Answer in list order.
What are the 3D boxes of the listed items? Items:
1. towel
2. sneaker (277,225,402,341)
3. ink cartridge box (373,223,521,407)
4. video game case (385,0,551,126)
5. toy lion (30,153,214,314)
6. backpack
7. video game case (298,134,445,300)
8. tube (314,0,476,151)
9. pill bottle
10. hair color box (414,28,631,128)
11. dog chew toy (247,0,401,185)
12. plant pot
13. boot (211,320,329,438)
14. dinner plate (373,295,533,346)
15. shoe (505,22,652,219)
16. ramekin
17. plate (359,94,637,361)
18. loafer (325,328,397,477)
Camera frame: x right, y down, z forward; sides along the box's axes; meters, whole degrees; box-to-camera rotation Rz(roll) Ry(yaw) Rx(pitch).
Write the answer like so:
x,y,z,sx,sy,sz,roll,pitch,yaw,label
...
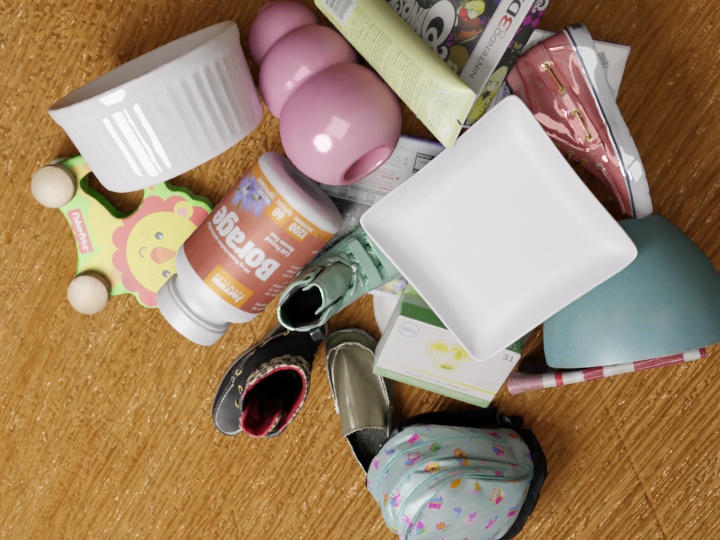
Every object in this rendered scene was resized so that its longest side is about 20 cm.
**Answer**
x,y,z,sx,sy,sz,roll,pitch,yaw,label
0.265,0.100,0.879,0.198,0.144,0.023,-13,87,15,towel
0.000,0.001,0.841,0.200,0.118,0.074,-35,96,15,sneaker
0.111,0.057,0.879,0.144,0.048,0.201,18,133,-5,ink cartridge box
0.079,-0.268,0.761,0.200,0.036,0.182,44,120,25,video game case
-0.247,-0.044,0.910,0.190,0.069,0.202,-13,108,0,toy lion
0.110,0.247,0.930,0.199,0.127,0.168,13,106,-30,backpack
0.015,-0.064,0.894,0.198,0.023,0.183,14,107,5,video game case
0.033,-0.205,0.755,0.052,0.058,0.200,-43,71,12,tube
-0.122,-0.018,0.852,0.112,0.112,0.200,41,104,-11,pill bottle
0.164,-0.198,0.834,0.198,0.065,0.110,11,109,0,hair color box
-0.045,-0.187,0.809,0.124,0.124,0.201,-34,78,13,dog chew toy
0.282,0.015,0.847,0.198,0.200,0.136,-12,88,7,plant pot
-0.113,0.140,0.915,0.073,0.151,0.200,42,106,-11,boot
0.114,0.038,0.938,0.198,0.024,0.202,1,110,3,dinner plate
0.211,-0.131,0.788,0.090,0.072,0.201,-23,102,12,shoe
-0.193,-0.160,0.795,0.199,0.201,0.098,-21,114,9,ramekin
0.134,-0.037,0.792,0.199,0.032,0.200,-38,98,21,plate
0.008,0.164,0.961,0.075,0.070,0.201,-16,108,8,loafer
